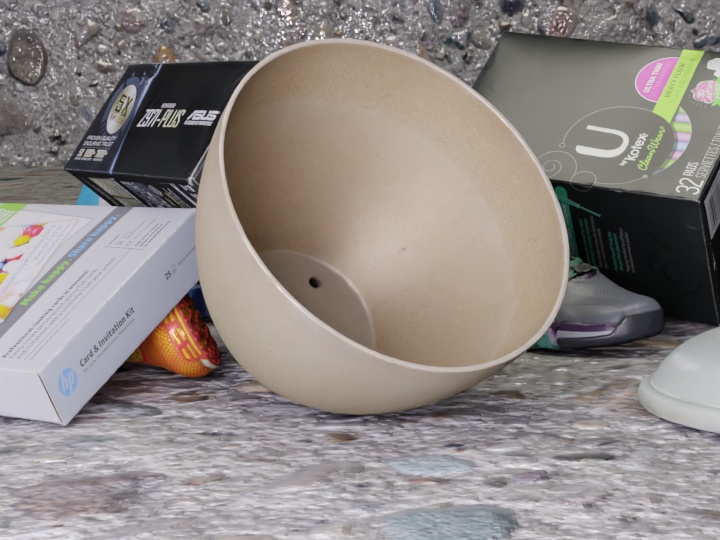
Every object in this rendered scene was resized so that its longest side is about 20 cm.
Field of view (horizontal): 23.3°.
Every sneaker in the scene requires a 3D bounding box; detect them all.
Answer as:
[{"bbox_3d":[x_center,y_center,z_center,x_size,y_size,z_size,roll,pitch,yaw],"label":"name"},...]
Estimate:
[{"bbox_3d":[0.109,0.001,1.144,0.199,0.088,0.074,5,10,43],"label":"sneaker"},{"bbox_3d":[-0.139,0.037,1.081,0.077,0.073,0.200,-32,16,-14],"label":"sneaker"}]

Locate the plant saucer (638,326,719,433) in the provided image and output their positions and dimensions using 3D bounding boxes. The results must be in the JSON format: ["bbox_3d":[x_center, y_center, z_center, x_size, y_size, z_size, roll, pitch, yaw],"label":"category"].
[{"bbox_3d":[0.245,0.046,0.910,0.198,0.051,0.200,-1,8,0],"label":"plant saucer"}]

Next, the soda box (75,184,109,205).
[{"bbox_3d":[-0.150,-0.028,1.432,0.199,0.068,0.064,4,-25,35],"label":"soda box"}]

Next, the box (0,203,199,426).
[{"bbox_3d":[-0.205,0.019,1.012,0.199,0.041,0.156,2,36,35],"label":"box"}]

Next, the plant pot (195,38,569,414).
[{"bbox_3d":[-0.008,-0.002,0.930,0.199,0.201,0.135,-6,-28,-34],"label":"plant pot"}]

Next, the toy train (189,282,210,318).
[{"bbox_3d":[-0.143,0.014,1.325,0.046,0.034,0.199,-11,11,-35],"label":"toy train"}]

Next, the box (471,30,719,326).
[{"bbox_3d":[0.173,-0.068,1.221,0.199,0.125,0.149,10,50,29],"label":"box"}]

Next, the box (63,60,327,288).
[{"bbox_3d":[-0.057,-0.037,1.090,0.200,0.087,0.163,40,-18,-31],"label":"box"}]
